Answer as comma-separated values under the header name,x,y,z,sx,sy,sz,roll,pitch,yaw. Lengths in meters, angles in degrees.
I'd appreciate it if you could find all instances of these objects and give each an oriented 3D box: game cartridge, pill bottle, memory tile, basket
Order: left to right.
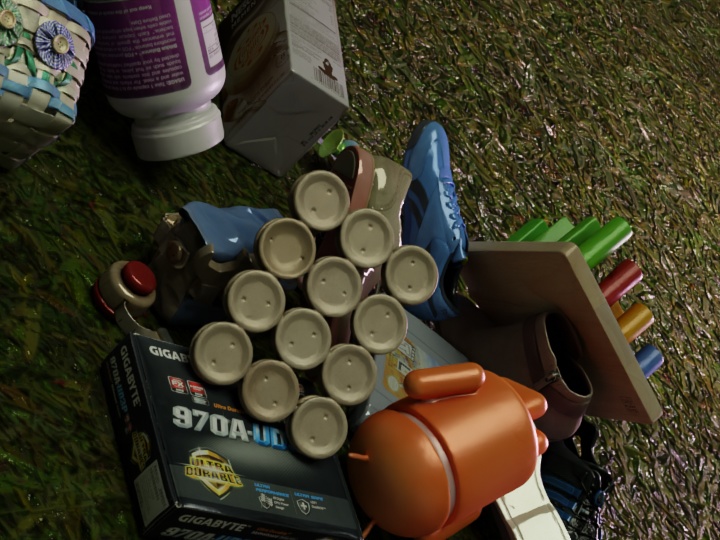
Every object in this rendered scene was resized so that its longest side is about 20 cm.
name,x,y,z,sx,sy,sz,roll,pitch,yaw
basket,-0.300,-0.198,1.315,0.176,0.139,0.201,20,48,-42
pill bottle,-0.183,-0.205,1.444,0.112,0.112,0.201,-54,136,-61
memory tile,-0.036,0.034,1.302,0.153,0.017,0.201,38,73,-17
game cartridge,0.053,0.119,1.531,0.133,0.042,0.200,34,31,-17

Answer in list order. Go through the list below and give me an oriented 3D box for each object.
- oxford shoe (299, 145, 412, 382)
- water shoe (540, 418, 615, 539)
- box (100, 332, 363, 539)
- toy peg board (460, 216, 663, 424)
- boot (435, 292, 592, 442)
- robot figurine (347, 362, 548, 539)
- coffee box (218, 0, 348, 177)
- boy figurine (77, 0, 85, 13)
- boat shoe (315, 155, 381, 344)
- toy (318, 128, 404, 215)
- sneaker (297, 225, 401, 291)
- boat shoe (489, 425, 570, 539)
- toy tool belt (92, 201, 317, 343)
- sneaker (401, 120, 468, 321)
name,x,y,z,sx,sy,sz,roll,pitch,yaw
oxford shoe,0.000,0.000,1.368,0.073,0.201,0.071,13,2,-29
water shoe,0.207,0.222,1.572,0.071,0.079,0.201,29,34,-30
box,-0.100,0.143,1.275,0.199,0.046,0.160,19,40,-42
toy peg board,0.219,0.037,1.623,0.098,0.200,0.200,-37,108,-23
boot,0.156,0.079,1.600,0.070,0.146,0.201,-20,71,-32
robot figurine,0.071,0.155,1.392,0.199,0.144,0.117,-22,68,-33
coffee box,-0.082,-0.210,1.662,0.080,0.114,0.201,30,33,-30
boy figurine,-0.227,-0.235,1.543,0.199,0.064,0.125,10,48,-51
boat shoe,-0.009,-0.001,1.442,0.074,0.201,0.093,8,40,3
toy,0.042,-0.088,1.706,0.200,0.047,0.115,33,10,-29
sneaker,0.007,-0.044,1.594,0.075,0.105,0.200,45,27,-2
boat shoe,0.137,0.202,1.501,0.072,0.062,0.201,-10,66,-22
toy tool belt,-0.120,-0.013,1.358,0.200,0.123,0.125,-3,56,-55
sneaker,0.082,-0.049,1.623,0.066,0.078,0.201,6,89,-57
